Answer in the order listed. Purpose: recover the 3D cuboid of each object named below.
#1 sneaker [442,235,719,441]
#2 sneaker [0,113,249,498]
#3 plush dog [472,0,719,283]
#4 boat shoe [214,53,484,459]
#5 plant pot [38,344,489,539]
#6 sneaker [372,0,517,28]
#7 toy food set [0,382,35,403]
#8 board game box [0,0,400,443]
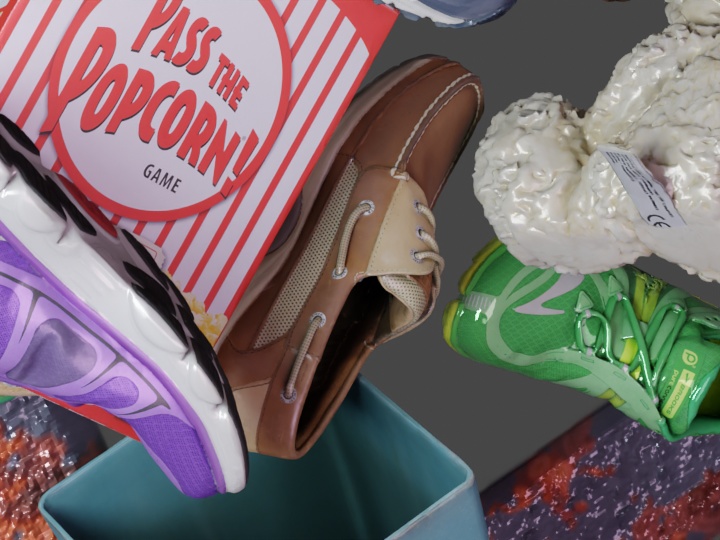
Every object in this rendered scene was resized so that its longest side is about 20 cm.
[{"bbox_3d":[0.126,0.031,1.186,0.199,0.083,0.074,15,100,-34],"label":"sneaker"},{"bbox_3d":[-0.116,0.018,0.935,0.083,0.081,0.200,-39,118,7],"label":"sneaker"},{"bbox_3d":[0.168,-0.075,1.090,0.199,0.161,0.173,22,61,-8],"label":"plush dog"},{"bbox_3d":[0.000,0.000,1.078,0.200,0.074,0.076,-55,152,-20],"label":"boat shoe"},{"bbox_3d":[-0.018,0.161,1.115,0.141,0.141,0.201,-35,131,-16],"label":"plant pot"},{"bbox_3d":[0.006,-0.186,0.973,0.078,0.086,0.201,-36,93,-43],"label":"sneaker"},{"bbox_3d":[-0.126,-0.039,1.026,0.198,0.049,0.201,36,87,-36],"label":"toy food set"},{"bbox_3d":[-0.096,-0.051,0.982,0.151,0.046,0.201,27,92,-36],"label":"board game box"}]
